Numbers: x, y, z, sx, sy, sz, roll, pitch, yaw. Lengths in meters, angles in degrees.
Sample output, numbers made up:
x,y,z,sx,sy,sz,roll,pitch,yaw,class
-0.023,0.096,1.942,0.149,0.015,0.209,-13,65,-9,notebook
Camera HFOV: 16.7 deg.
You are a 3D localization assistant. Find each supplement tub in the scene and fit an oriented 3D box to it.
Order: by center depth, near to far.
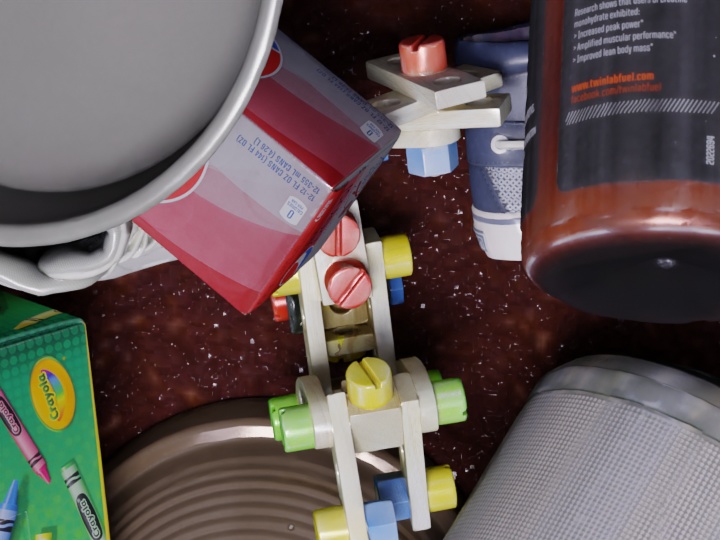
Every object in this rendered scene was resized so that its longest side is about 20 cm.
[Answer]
x,y,z,sx,sy,sz,roll,pitch,yaw,class
0.113,-0.089,0.884,0.107,0.107,0.201,3,72,4,supplement tub

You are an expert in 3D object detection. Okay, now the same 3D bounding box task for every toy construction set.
x,y,z,sx,sy,sz,roll,pitch,yaw,class
0.000,0.000,0.962,0.092,0.131,0.201,5,108,-9,toy construction set

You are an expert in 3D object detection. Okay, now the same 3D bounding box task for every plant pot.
x,y,z,sx,sy,sz,roll,pitch,yaw,class
-0.041,0.164,1.047,0.200,0.093,0.202,2,111,5,plant pot

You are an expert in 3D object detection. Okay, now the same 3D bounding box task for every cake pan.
x,y,z,sx,sy,sz,roll,pitch,yaw,class
-0.114,-0.109,0.820,0.199,0.037,0.201,3,99,17,cake pan

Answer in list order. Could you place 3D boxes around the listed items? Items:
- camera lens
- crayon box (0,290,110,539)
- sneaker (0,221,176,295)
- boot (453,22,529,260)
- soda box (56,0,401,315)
x,y,z,sx,sy,sz,roll,pitch,yaw,class
0.101,0.146,0.958,0.160,0.160,0.200,36,70,-8,camera lens
-0.158,0.108,1.016,0.058,0.119,0.201,-18,112,-36,crayon box
-0.109,-0.020,0.939,0.099,0.200,0.078,26,109,40,sneaker
0.137,-0.064,0.960,0.199,0.073,0.091,-10,104,4,boot
-0.088,-0.079,0.886,0.200,0.063,0.070,39,124,5,soda box
